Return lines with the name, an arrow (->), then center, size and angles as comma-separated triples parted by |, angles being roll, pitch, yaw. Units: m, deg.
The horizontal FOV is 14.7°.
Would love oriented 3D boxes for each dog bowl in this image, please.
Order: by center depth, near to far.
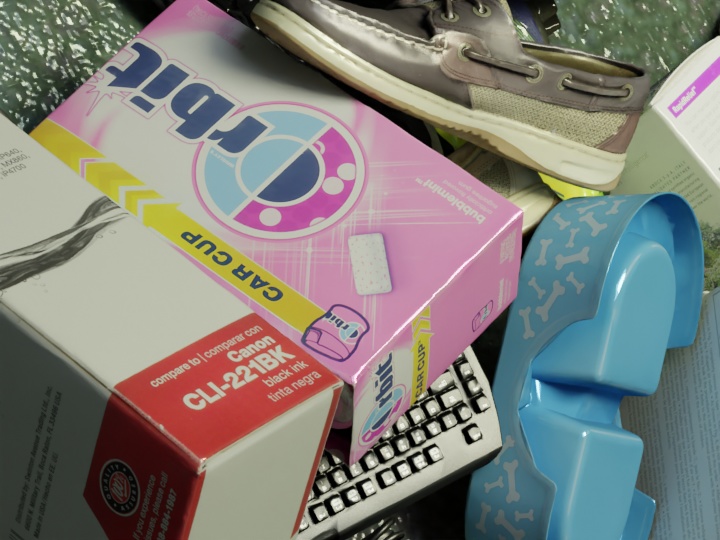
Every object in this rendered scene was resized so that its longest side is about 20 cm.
dog bowl -> 0.099, 0.059, 1.255 | 0.111, 0.049, 0.201 | 15, 87, -60

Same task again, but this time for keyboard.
keyboard -> -0.022, 0.094, 1.168 | 0.199, 0.040, 0.105 | -26, 92, -21

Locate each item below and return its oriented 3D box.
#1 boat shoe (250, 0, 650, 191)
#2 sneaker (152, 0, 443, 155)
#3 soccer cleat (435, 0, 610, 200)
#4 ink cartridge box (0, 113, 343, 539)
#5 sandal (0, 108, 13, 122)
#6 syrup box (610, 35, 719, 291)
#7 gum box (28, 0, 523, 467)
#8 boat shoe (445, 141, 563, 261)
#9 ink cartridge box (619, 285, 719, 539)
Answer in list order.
boat shoe -> 0.043, -0.094, 1.221 | 0.199, 0.065, 0.072 | 21, 9, -29
sneaker -> -0.024, -0.116, 1.314 | 0.200, 0.072, 0.083 | 50, 34, -10
soccer cleat -> 0.072, -0.070, 1.370 | 0.083, 0.065, 0.201 | -18, 75, 5
ink cartridge box -> -0.118, 0.052, 1.052 | 0.200, 0.145, 0.084 | 36, 41, 23
sandal -> -0.148, -0.010, 1.166 | 0.200, 0.075, 0.045 | 50, 59, -5
syrup box -> 0.205, -0.011, 1.415 | 0.200, 0.079, 0.081 | 50, 48, -1
gum box -> -0.043, -0.024, 1.184 | 0.200, 0.066, 0.113 | 35, 61, 22
boat shoe -> 0.000, 0.000, 1.250 | 0.199, 0.072, 0.065 | -30, 75, -23
ink cartridge box -> 0.178, 0.101, 1.266 | 0.043, 0.173, 0.201 | 15, 57, -30
